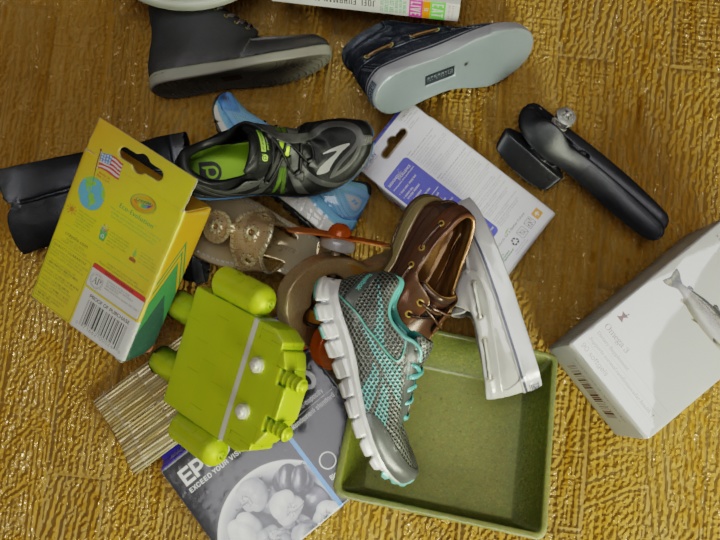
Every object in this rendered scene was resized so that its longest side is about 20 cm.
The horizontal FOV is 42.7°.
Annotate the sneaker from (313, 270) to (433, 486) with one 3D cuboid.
[{"bbox_3d":[0.026,0.092,0.822,0.091,0.078,0.201,-18,93,8],"label":"sneaker"}]

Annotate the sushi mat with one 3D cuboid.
[{"bbox_3d":[-0.175,0.114,0.949,0.199,0.012,0.096,-36,65,0],"label":"sushi mat"}]

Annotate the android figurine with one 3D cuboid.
[{"bbox_3d":[-0.125,0.094,0.878,0.199,0.041,0.183,26,101,38],"label":"android figurine"}]

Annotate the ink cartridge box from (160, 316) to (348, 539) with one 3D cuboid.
[{"bbox_3d":[-0.098,0.177,0.943,0.198,0.043,0.200,-39,82,-4],"label":"ink cartridge box"}]

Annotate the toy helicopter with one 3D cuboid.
[{"bbox_3d":[0.000,0.000,0.918,0.199,0.079,0.133,-26,118,-30],"label":"toy helicopter"}]

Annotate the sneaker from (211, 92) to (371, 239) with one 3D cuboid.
[{"bbox_3d":[-0.071,-0.119,0.967,0.200,0.078,0.090,42,83,-1],"label":"sneaker"}]

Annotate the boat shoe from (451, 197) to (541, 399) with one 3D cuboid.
[{"bbox_3d":[0.118,0.028,0.913,0.065,0.072,0.201,-18,83,4],"label":"boat shoe"}]

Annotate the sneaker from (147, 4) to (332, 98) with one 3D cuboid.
[{"bbox_3d":[-0.133,-0.255,0.983,0.198,0.075,0.107,-7,82,1],"label":"sneaker"}]

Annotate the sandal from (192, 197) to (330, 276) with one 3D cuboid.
[{"bbox_3d":[-0.088,-0.030,0.919,0.211,0.070,0.078,23,74,-18],"label":"sandal"}]

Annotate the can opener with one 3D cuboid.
[{"bbox_3d":[0.242,-0.104,0.972,0.199,0.079,0.063,34,46,2],"label":"can opener"}]

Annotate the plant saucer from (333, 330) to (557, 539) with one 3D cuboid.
[{"bbox_3d":[0.086,0.158,0.908,0.198,0.048,0.201,11,53,3],"label":"plant saucer"}]

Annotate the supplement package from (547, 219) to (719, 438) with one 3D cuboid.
[{"bbox_3d":[0.306,0.058,0.912,0.200,0.117,0.117,-39,83,-4],"label":"supplement package"}]

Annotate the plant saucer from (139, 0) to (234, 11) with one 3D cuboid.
[{"bbox_3d":[-0.182,-0.368,0.982,0.198,0.050,0.202,1,64,-1],"label":"plant saucer"}]

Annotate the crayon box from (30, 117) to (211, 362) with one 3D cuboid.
[{"bbox_3d":[-0.228,-0.030,0.892,0.127,0.051,0.201,32,109,15],"label":"crayon box"}]

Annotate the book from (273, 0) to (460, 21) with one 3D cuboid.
[{"bbox_3d":[0.014,-0.335,0.984,0.198,0.048,0.134,8,62,4],"label":"book"}]

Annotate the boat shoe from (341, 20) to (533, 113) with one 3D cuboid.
[{"bbox_3d":[0.081,-0.238,0.980,0.199,0.071,0.091,-20,52,-18],"label":"boat shoe"}]

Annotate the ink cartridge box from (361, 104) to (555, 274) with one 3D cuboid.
[{"bbox_3d":[0.098,-0.082,0.976,0.200,0.037,0.095,39,86,3],"label":"ink cartridge box"}]

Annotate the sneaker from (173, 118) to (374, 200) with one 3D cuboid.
[{"bbox_3d":[-0.082,-0.106,0.883,0.198,0.083,0.071,-9,87,-4],"label":"sneaker"}]

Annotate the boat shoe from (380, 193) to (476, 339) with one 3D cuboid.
[{"bbox_3d":[0.053,0.026,0.876,0.072,0.067,0.201,23,86,-40],"label":"boat shoe"}]

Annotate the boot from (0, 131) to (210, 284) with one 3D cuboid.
[{"bbox_3d":[-0.266,-0.049,0.964,0.198,0.066,0.166,-11,80,-1],"label":"boot"}]
